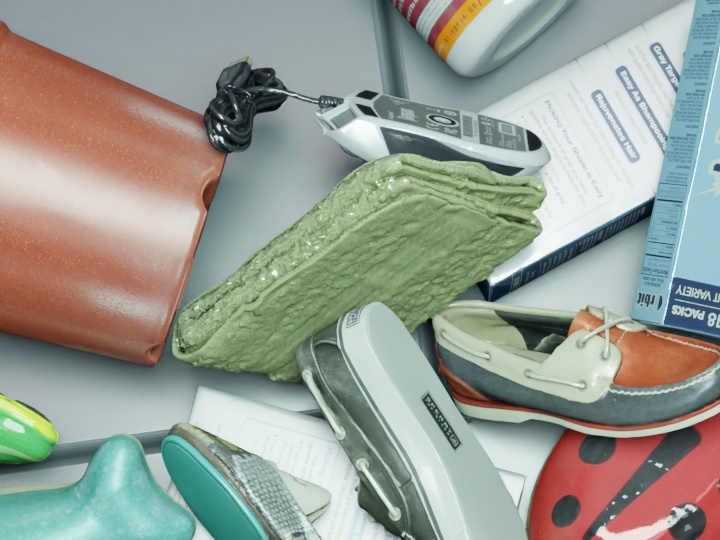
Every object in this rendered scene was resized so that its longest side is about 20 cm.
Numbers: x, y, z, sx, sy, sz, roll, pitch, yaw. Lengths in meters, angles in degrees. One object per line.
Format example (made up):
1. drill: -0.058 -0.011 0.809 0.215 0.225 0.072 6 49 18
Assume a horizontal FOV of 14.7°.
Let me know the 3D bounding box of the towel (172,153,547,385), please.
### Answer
1. towel: 0.000 0.000 1.595 0.200 0.148 0.037 -40 57 28

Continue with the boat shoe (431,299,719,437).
1. boat shoe: 0.127 0.051 1.606 0.071 0.200 0.063 -40 121 -42

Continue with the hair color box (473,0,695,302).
1. hair color box: 0.140 -0.073 1.682 0.200 0.061 0.100 -28 79 -4

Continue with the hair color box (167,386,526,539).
1. hair color box: -0.012 0.144 1.641 0.200 0.061 0.099 15 79 4

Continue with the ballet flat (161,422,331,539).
1. ballet flat: -0.034 0.161 1.582 0.072 0.072 0.200 -35 81 -6

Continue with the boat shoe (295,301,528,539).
1. boat shoe: 0.032 0.117 1.587 0.064 0.071 0.200 -30 87 27

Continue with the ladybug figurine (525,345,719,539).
1. ladybug figurine: 0.176 0.122 1.627 0.136 0.072 0.200 37 77 19

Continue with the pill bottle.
1. pill bottle: 0.039 -0.223 1.688 0.113 0.113 0.200 -41 81 -7

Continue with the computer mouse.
1. computer mouse: 0.010 -0.074 1.616 0.200 0.110 0.044 14 108 -2

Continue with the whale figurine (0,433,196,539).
1. whale figurine: -0.193 0.176 1.587 0.200 0.104 0.159 -31 101 15

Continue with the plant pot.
1. plant pot: -0.187 -0.043 1.623 0.195 0.201 0.201 18 79 -3

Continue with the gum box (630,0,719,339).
1. gum box: 0.260 -0.051 1.636 0.170 0.045 0.200 12 90 -21

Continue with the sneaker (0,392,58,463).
1. sneaker: -0.273 0.109 1.648 0.200 0.074 0.084 -2 76 10
